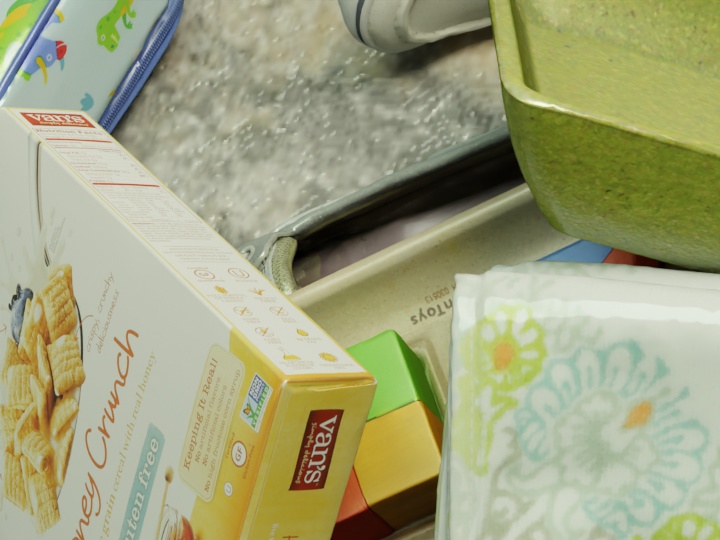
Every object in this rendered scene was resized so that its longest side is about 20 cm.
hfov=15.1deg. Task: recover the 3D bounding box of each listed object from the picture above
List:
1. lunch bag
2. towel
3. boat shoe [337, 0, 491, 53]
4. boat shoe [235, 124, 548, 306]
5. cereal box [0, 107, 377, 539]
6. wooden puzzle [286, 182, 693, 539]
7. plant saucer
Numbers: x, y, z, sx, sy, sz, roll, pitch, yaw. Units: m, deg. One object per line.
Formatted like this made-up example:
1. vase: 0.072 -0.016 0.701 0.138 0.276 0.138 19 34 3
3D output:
1. lunch bag: -0.183 -0.091 1.069 0.200 0.082 0.161 14 64 33
2. towel: 0.115 0.089 0.743 0.200 0.048 0.172 5 100 12
3. boat shoe: 0.086 -0.128 0.973 0.200 0.071 0.070 -30 59 4
4. boat shoe: 0.001 0.001 0.925 0.202 0.065 0.075 -20 51 13
5. cereal box: -0.077 0.051 0.879 0.200 0.039 0.144 40 121 47
6. wooden puzzle: 0.050 0.072 0.834 0.185 0.046 0.200 -25 65 8
7. plant saucer: 0.125 -0.041 0.816 0.200 0.048 0.200 16 23 -7
